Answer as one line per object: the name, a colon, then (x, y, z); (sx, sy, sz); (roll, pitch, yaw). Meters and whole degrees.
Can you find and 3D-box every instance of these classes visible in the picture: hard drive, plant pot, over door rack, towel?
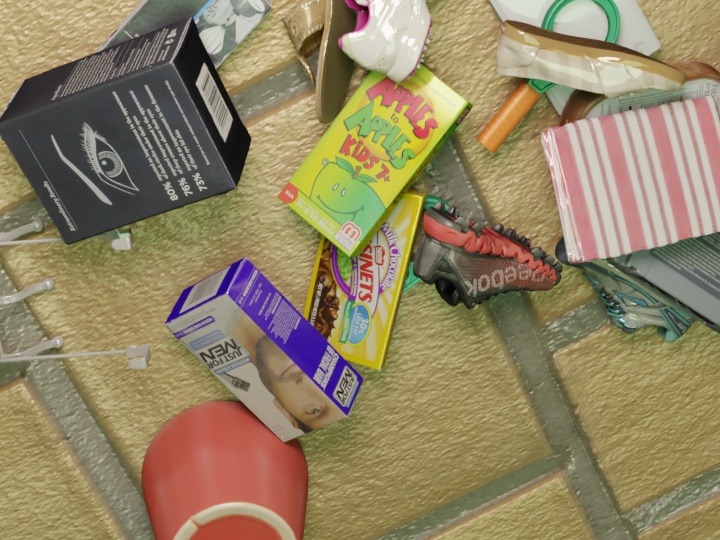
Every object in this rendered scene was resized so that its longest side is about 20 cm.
hard drive: (0.212, -0.281, 1.384); (0.131, 0.026, 0.201); (-34, 112, 5)
plant pot: (-0.144, 0.272, 1.461); (0.199, 0.178, 0.202); (-3, 111, -8)
over door rack: (-0.315, 0.025, 1.389); (0.198, 0.067, 0.149); (0, 113, 14)
towel: (0.297, -0.096, 1.383); (0.198, 0.030, 0.148); (-12, 87, -9)

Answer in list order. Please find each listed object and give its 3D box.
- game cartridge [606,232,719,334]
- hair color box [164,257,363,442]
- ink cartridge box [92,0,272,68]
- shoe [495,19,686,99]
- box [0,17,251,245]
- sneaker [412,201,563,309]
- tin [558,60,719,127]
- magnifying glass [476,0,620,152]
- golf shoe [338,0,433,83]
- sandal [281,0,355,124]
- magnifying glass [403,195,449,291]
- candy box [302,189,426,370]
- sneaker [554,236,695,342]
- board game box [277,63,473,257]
game cartridge: (0.369, -0.025, 1.449); (0.199, 0.041, 0.134); (30, 77, -24)
hair color box: (-0.104, 0.090, 1.434); (0.109, 0.065, 0.200); (-25, 119, 39)
ink cartridge box: (-0.191, -0.230, 1.334); (0.099, 0.039, 0.200); (40, 101, -21)
shoe: (0.233, -0.207, 1.346); (0.198, 0.070, 0.054); (13, 108, -5)
box: (-0.229, -0.135, 1.295); (0.198, 0.105, 0.149); (-15, 121, 15)
sneaker: (0.134, -0.002, 1.436); (0.199, 0.071, 0.098); (17, 104, -37)
tin: (0.312, -0.162, 1.424); (0.198, 0.042, 0.113); (-12, 119, -10)
magnifying glass: (0.194, -0.209, 1.385); (0.079, 0.022, 0.200); (35, 101, -19)
golf shoe: (0.037, -0.291, 1.306); (0.091, 0.075, 0.202); (15, 83, -9)
sandal: (-0.045, -0.261, 1.342); (0.069, 0.078, 0.214); (13, 104, 20)
magnifying glass: (0.040, 0.009, 1.464); (0.079, 0.022, 0.201); (25, 106, -17)
candy box: (0.000, 0.000, 1.434); (0.101, 0.026, 0.202); (15, 105, 9)
sneaker: (0.300, 0.026, 1.490); (0.199, 0.078, 0.087); (23, 109, -16)
board game box: (0.015, -0.124, 1.373); (0.101, 0.048, 0.200); (39, 98, 9)
